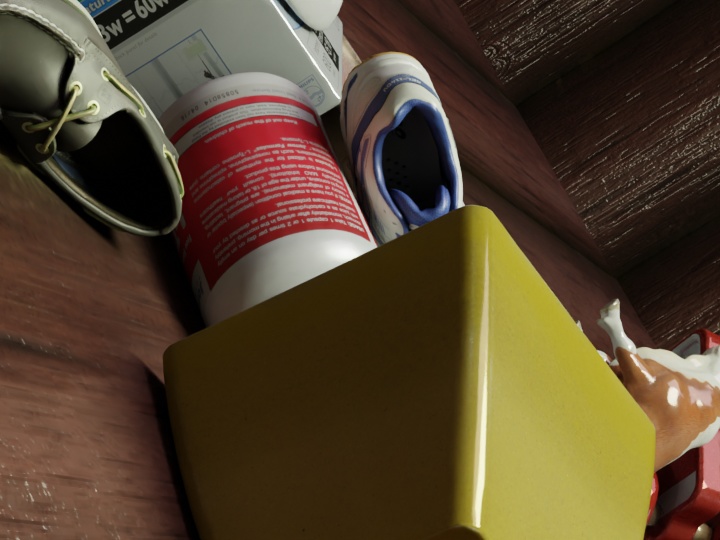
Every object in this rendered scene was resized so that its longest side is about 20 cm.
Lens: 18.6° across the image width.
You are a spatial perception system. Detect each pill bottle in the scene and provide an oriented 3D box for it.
[{"bbox_3d":[-0.050,-0.013,1.307,0.112,0.112,0.200,44,18,-51],"label":"pill bottle"}]

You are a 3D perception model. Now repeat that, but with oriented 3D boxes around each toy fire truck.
[{"bbox_3d":[0.198,0.152,1.570,0.112,0.200,0.168,23,51,-19],"label":"toy fire truck"}]

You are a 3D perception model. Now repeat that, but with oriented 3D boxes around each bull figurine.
[{"bbox_3d":[0.163,0.097,1.437,0.121,0.200,0.065,50,-16,-6],"label":"bull figurine"}]

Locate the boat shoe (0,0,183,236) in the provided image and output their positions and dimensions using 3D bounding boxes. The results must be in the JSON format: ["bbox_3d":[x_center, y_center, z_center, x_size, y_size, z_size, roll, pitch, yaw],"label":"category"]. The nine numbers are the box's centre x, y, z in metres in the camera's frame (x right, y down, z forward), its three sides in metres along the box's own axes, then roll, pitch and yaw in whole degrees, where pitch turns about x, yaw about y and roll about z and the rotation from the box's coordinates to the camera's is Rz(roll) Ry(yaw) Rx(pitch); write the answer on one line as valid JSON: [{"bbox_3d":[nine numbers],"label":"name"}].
[{"bbox_3d":[-0.152,-0.086,1.164,0.060,0.072,0.202,60,6,36],"label":"boat shoe"}]

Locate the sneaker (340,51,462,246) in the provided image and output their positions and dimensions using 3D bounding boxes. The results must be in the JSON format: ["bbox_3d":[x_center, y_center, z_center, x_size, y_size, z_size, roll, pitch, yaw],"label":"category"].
[{"bbox_3d":[0.028,-0.028,1.337,0.088,0.075,0.200,-121,-163,-66],"label":"sneaker"}]

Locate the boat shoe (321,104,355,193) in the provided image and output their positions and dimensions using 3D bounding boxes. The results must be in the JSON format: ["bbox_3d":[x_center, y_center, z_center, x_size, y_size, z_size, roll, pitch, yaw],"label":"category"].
[{"bbox_3d":[-0.041,-0.115,1.642,0.200,0.073,0.065,43,1,28],"label":"boat shoe"}]

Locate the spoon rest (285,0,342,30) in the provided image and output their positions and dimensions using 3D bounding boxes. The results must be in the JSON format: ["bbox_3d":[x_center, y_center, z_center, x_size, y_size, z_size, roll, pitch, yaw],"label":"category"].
[{"bbox_3d":[-0.046,-0.232,1.452,0.099,0.061,0.200,49,27,-34],"label":"spoon rest"}]

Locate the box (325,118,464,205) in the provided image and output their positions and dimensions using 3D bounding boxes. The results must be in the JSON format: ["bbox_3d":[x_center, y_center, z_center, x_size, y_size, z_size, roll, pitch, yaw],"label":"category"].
[{"bbox_3d":[0.039,-0.003,1.712,0.200,0.097,0.176,62,14,25],"label":"box"}]

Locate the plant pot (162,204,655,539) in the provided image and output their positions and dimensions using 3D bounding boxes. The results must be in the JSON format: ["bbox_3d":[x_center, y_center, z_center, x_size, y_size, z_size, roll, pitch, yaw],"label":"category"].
[{"bbox_3d":[0.029,0.124,1.113,0.200,0.200,0.177,50,24,-34],"label":"plant pot"}]

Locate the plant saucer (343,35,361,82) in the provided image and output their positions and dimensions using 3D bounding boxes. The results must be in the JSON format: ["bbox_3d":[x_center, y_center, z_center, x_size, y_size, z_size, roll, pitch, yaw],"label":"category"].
[{"bbox_3d":[-0.026,-0.180,2.055,0.201,0.037,0.200,55,11,-16],"label":"plant saucer"}]

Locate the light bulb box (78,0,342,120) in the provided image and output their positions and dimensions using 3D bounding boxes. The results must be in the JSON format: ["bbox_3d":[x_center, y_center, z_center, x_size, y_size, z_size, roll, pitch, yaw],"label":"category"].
[{"bbox_3d":[-0.116,-0.188,1.463,0.200,0.125,0.198,55,11,-19],"label":"light bulb box"}]
